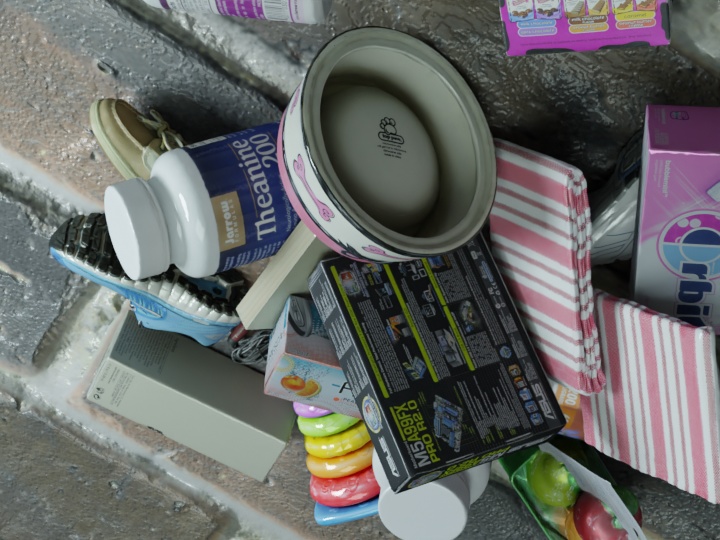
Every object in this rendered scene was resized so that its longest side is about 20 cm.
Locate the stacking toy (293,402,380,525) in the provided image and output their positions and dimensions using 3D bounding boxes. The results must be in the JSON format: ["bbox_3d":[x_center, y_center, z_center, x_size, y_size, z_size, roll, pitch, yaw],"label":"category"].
[{"bbox_3d":[-0.024,0.141,1.634,0.109,0.116,0.202,-15,111,19],"label":"stacking toy"}]

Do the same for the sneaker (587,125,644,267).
[{"bbox_3d":[0.231,-0.039,1.453,0.087,0.075,0.200,31,127,-19],"label":"sneaker"}]

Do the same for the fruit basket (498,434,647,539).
[{"bbox_3d":[0.226,0.223,1.585,0.186,0.094,0.199,55,163,-26],"label":"fruit basket"}]

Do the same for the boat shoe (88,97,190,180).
[{"bbox_3d":[-0.160,-0.093,1.498,0.062,0.074,0.200,-33,126,24],"label":"boat shoe"}]

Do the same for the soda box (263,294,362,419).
[{"bbox_3d":[0.019,0.089,1.453,0.198,0.069,0.064,16,137,-13],"label":"soda box"}]

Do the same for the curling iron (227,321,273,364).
[{"bbox_3d":[-0.069,0.017,1.588,0.049,0.026,0.201,15,127,-27],"label":"curling iron"}]

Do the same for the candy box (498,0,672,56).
[{"bbox_3d":[0.169,-0.272,1.292,0.135,0.061,0.202,-2,127,14],"label":"candy box"}]

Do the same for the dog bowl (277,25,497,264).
[{"bbox_3d":[0.016,-0.096,1.383,0.200,0.201,0.074,38,144,-18],"label":"dog bowl"}]

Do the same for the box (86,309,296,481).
[{"bbox_3d":[-0.164,0.125,1.653,0.198,0.083,0.069,28,127,-8],"label":"box"}]

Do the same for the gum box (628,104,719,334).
[{"bbox_3d":[0.285,-0.034,1.372,0.112,0.067,0.202,3,129,6],"label":"gum box"}]

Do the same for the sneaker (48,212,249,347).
[{"bbox_3d":[-0.209,0.020,1.586,0.198,0.079,0.090,26,131,-8],"label":"sneaker"}]

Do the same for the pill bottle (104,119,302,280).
[{"bbox_3d":[-0.113,-0.059,1.425,0.198,0.111,0.112,-18,131,-22],"label":"pill bottle"}]

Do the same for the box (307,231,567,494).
[{"bbox_3d":[0.064,0.070,1.410,0.159,0.202,0.044,-16,161,-25],"label":"box"}]

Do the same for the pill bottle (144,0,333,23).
[{"bbox_3d":[-0.119,-0.262,1.329,0.197,0.113,0.113,7,128,6],"label":"pill bottle"}]

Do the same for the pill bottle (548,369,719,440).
[{"bbox_3d":[0.261,0.114,1.534,0.198,0.113,0.113,15,129,0],"label":"pill bottle"}]

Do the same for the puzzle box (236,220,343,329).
[{"bbox_3d":[0.000,0.000,1.481,0.198,0.026,0.133,-1,141,-42],"label":"puzzle box"}]

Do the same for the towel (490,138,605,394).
[{"bbox_3d":[0.156,-0.006,1.421,0.030,0.146,0.203,-13,110,-22],"label":"towel"}]

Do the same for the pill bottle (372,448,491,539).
[{"bbox_3d":[0.071,0.155,1.549,0.110,0.201,0.112,5,128,7],"label":"pill bottle"}]

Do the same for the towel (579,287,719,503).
[{"bbox_3d":[0.240,0.097,1.380,0.030,0.200,0.148,-15,107,-23],"label":"towel"}]
